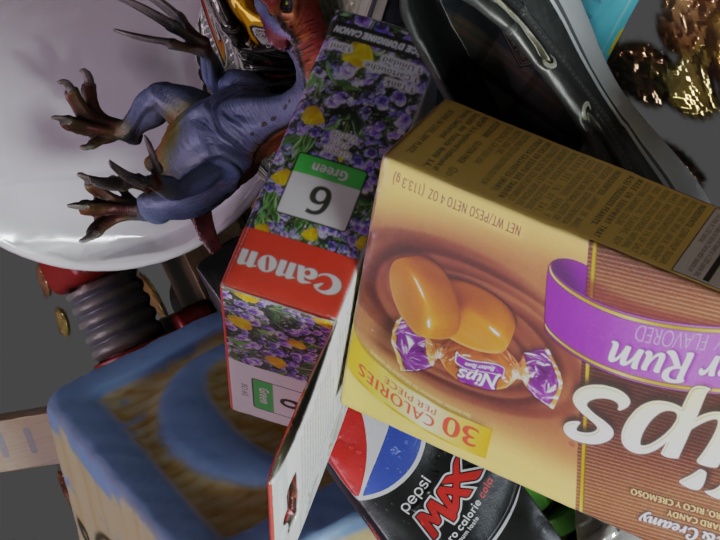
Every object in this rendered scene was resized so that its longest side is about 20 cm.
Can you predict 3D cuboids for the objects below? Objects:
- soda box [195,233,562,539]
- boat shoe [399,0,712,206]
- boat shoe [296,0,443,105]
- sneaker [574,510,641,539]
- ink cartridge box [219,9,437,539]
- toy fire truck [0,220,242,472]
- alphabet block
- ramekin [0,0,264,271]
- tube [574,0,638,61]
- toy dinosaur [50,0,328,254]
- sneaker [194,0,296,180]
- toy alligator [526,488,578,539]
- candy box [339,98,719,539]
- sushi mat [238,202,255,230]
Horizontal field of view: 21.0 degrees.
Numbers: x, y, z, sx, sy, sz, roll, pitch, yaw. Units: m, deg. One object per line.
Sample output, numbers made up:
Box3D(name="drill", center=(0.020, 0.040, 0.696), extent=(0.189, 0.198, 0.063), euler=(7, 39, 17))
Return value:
Box3D(name="soda box", center=(0.009, 0.066, 0.864), extent=(0.200, 0.063, 0.071), euler=(54, 173, 12))
Box3D(name="boat shoe", center=(0.075, -0.045, 0.747), extent=(0.069, 0.057, 0.200), euler=(-13, 117, 44))
Box3D(name="boat shoe", center=(0.011, -0.124, 0.857), extent=(0.075, 0.062, 0.201), euler=(45, 141, 46))
Box3D(name="sneaker", center=(0.123, 0.156, 0.862), extent=(0.201, 0.088, 0.075), euler=(66, 160, 14))
Box3D(name="ink cartridge box", center=(-0.021, 0.010, 0.767), extent=(0.050, 0.200, 0.109), euler=(17, 152, 8))
Box3D(name="toy fire truck", center=(-0.152, 0.035, 1.154), extent=(0.177, 0.200, 0.129), euler=(65, 156, -2))
Box3D(name="alphabet block", center=(-0.030, 0.147, 1.050), extent=(0.195, 0.196, 0.201), euler=(41, 148, 46))
Box3D(name="ramekin", center=(-0.138, -0.107, 1.033), extent=(0.094, 0.202, 0.203), euler=(-101, 1, -58))
Box3D(name="tube", center=(0.069, -0.084, 0.796), extent=(0.077, 0.050, 0.200), euler=(44, 147, 20))
Box3D(name="toy dinosaur", center=(-0.063, -0.076, 0.911), extent=(0.181, 0.200, 0.105), euler=(-9, 78, 33))
Box3D(name="sneaker", center=(-0.047, -0.119, 0.928), extent=(0.082, 0.078, 0.200), euler=(-95, -3, -52))
Box3D(name="toy alligator", center=(0.087, 0.112, 0.926), extent=(0.054, 0.059, 0.200), euler=(-15, 111, 37))
Box3D(name="candy box", center=(0.097, 0.031, 0.703), extent=(0.200, 0.056, 0.117), euler=(24, 128, 18))
Box3D(name="sushi mat", center=(-0.082, -0.062, 1.179), extent=(0.201, 0.012, 0.096), euler=(65, 156, -2))
